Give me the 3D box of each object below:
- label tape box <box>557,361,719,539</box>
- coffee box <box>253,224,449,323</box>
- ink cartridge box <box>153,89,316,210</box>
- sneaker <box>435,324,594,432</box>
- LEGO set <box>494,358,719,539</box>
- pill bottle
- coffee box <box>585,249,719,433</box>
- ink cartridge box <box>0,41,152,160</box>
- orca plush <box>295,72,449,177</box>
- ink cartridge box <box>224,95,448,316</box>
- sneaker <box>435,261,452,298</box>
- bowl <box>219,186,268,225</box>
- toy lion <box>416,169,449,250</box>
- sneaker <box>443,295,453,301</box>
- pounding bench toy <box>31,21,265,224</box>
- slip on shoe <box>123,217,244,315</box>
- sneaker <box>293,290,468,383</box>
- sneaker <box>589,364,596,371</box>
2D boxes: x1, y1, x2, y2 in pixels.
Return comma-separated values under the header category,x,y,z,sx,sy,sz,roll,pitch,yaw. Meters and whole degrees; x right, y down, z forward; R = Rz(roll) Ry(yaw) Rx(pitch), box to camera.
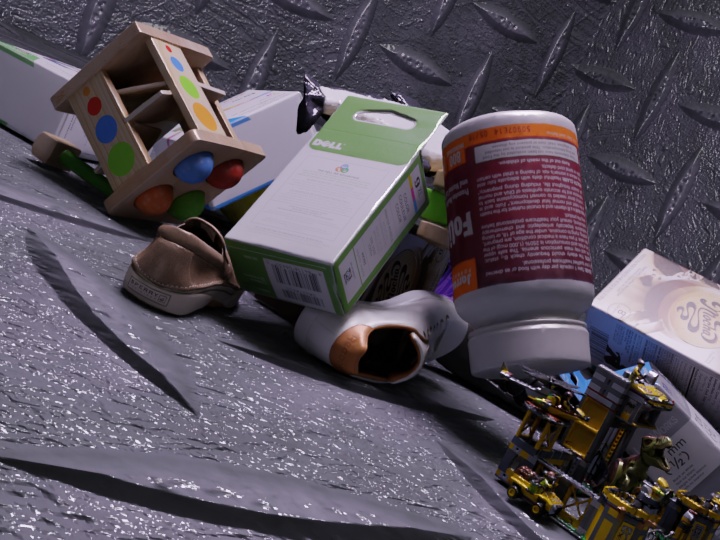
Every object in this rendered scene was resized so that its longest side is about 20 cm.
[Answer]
category,x,y,z,sx,sy,sz,roll,pitch,yaw
label tape box,0.262,0.134,0.982,0.200,0.066,0.143,49,11,6
coffee box,0.000,0.000,1.063,0.080,0.114,0.200,29,9,27
ink cartridge box,-0.148,-0.144,1.286,0.200,0.144,0.085,20,-45,67
sneaker,0.159,0.102,1.069,0.199,0.076,0.091,23,14,-6
LEGO set,0.198,0.129,0.816,0.199,0.116,0.154,18,11,-44
pill bottle,0.128,-0.018,0.904,0.113,0.201,0.114,-3,-14,-1
coffee box,0.332,0.076,1.089,0.199,0.080,0.113,30,50,29
ink cartridge box,-0.349,-0.196,1.333,0.145,0.088,0.200,28,6,19
orca plush,0.013,-0.121,1.088,0.199,0.071,0.106,3,51,-42
ink cartridge box,-0.012,-0.058,0.919,0.103,0.200,0.060,14,-41,29
sneaker,0.114,-0.011,1.241,0.081,0.199,0.084,50,-18,20
bowl,-0.069,-0.085,1.337,0.200,0.199,0.108,-130,-164,-72
toy lion,0.058,-0.066,1.075,0.191,0.069,0.200,22,3,39
sneaker,0.148,0.056,1.225,0.199,0.084,0.081,19,10,-39
pounding bench toy,-0.223,-0.114,1.116,0.157,0.200,0.124,61,22,16
slip on shoe,-0.132,-0.011,0.898,0.076,0.061,0.200,27,8,9
sneaker,0.038,0.066,0.935,0.199,0.073,0.085,-1,28,-48
sneaker,0.265,0.144,1.168,0.200,0.078,0.091,40,6,33
